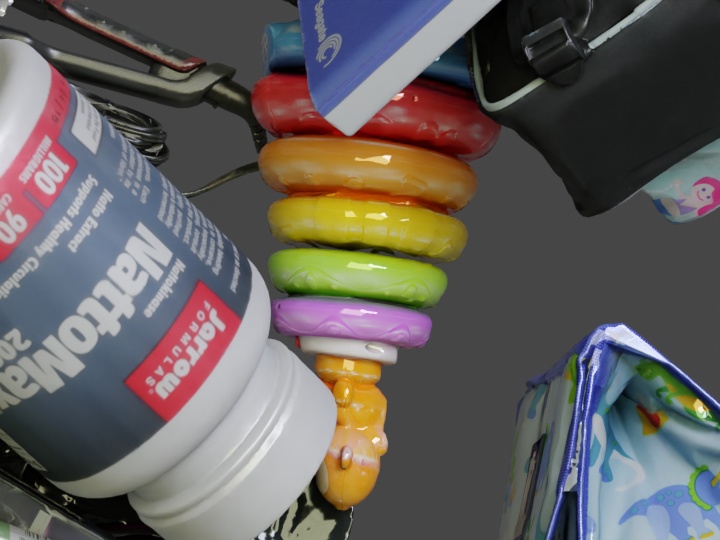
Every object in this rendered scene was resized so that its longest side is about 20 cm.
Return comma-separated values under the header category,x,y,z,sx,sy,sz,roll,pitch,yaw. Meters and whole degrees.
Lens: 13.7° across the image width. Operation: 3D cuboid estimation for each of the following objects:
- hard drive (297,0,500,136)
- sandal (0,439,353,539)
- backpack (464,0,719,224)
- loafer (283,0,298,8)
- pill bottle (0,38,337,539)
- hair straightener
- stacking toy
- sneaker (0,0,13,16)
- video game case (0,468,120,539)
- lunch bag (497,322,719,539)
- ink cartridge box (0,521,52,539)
category,x,y,z,sx,sy,sz,roll,pitch,yaw
hard drive,0.052,-0.157,1.158,0.025,0.132,0.200,35,117,-29
sandal,-0.100,0.086,1.258,0.199,0.048,0.076,6,79,-5
backpack,0.129,-0.133,1.189,0.177,0.150,0.201,-35,41,23
loafer,-0.059,-0.161,1.275,0.200,0.072,0.063,48,60,-20
pill bottle,-0.105,0.017,1.173,0.200,0.119,0.120,44,77,-25
hair straightener,-0.130,-0.079,1.298,0.199,0.041,0.077,25,78,-5
stacking toy,0.000,0.000,1.261,0.109,0.116,0.202,7,86,-4
sneaker,-0.178,-0.167,1.258,0.099,0.070,0.200,19,36,7
video game case,-0.189,0.138,1.219,0.199,0.019,0.143,32,94,-10
lunch bag,0.117,0.127,1.210,0.127,0.170,0.201,-17,82,-9
ink cartridge box,-0.187,0.191,1.194,0.145,0.048,0.201,21,93,-9
